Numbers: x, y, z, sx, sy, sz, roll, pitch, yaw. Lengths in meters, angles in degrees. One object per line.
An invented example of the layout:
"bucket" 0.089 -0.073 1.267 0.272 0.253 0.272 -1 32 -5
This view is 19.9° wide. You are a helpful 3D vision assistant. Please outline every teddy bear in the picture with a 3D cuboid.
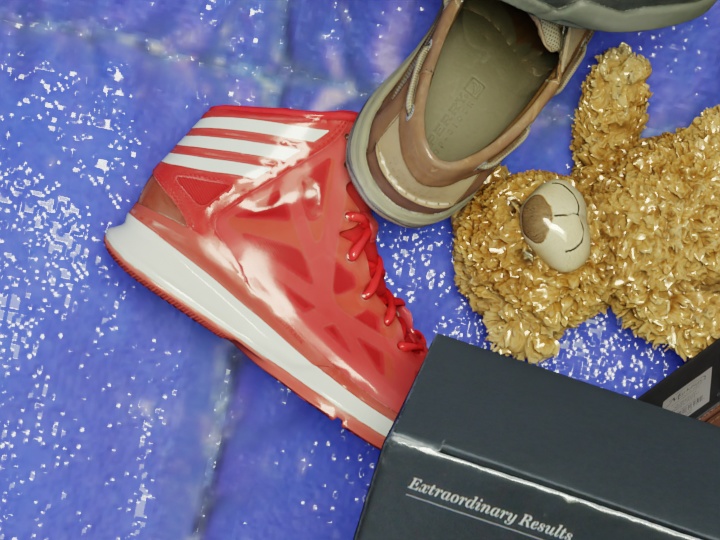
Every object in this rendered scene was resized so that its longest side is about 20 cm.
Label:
"teddy bear" 0.139 -0.025 0.895 0.199 0.067 0.146 6 90 -6

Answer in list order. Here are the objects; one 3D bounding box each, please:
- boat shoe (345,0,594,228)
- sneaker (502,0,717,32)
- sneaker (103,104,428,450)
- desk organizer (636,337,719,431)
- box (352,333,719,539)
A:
"boat shoe" 0.068 -0.106 0.865 0.076 0.072 0.200 32 71 -11
"sneaker" 0.073 -0.163 0.786 0.199 0.114 0.076 21 50 -17
"sneaker" 0.000 0.000 0.880 0.200 0.078 0.116 33 91 -7
"desk organizer" 0.124 0.106 0.865 0.200 0.072 0.077 -39 99 20
"box" 0.062 0.150 0.795 0.148 0.107 0.201 19 112 5
